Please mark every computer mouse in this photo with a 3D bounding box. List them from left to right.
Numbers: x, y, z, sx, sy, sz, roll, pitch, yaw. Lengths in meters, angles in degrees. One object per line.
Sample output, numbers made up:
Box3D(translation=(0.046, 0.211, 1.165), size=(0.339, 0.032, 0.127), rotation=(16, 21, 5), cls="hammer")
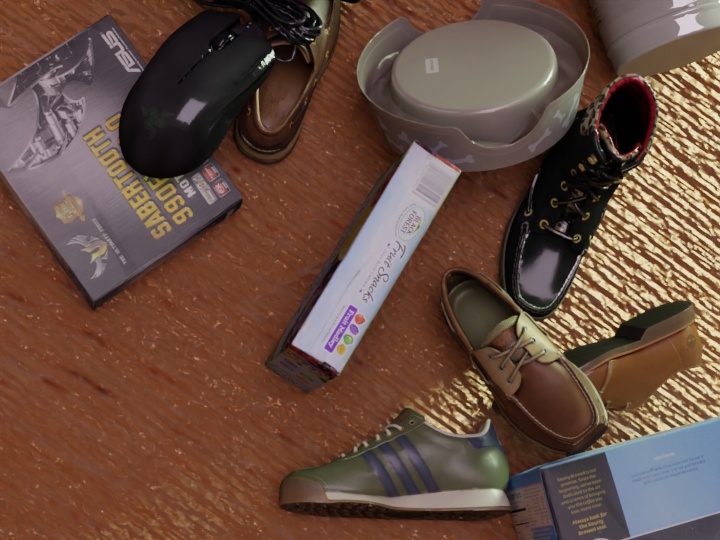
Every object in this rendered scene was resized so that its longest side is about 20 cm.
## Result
Box3D(translation=(-0.135, -0.170, 1.393), size=(0.138, 0.053, 0.201), rotation=(28, 75, 13), cls="computer mouse")

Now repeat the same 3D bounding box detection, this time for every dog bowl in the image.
Box3D(translation=(0.098, -0.159, 1.436), size=(0.198, 0.059, 0.201), rotation=(-6, 39, 5), cls="dog bowl")

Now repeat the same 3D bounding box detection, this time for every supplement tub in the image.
Box3D(translation=(0.260, -0.289, 1.502), size=(0.131, 0.132, 0.201), rotation=(-16, 81, -12), cls="supplement tub")

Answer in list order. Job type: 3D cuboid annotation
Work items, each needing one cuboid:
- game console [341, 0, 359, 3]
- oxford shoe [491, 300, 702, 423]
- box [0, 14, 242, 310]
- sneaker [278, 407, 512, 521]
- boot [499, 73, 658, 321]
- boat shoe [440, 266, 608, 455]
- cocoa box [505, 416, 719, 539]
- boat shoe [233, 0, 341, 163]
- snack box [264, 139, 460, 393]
Box3D(translation=(-0.079, -0.317, 1.427), size=(0.199, 0.172, 0.120), rotation=(17, 86, 3), cls="game console")
Box3D(translation=(0.211, 0.097, 1.453), size=(0.199, 0.071, 0.072), rotation=(-22, 101, -7), cls="oxford shoe")
Box3D(translation=(-0.221, -0.093, 1.425), size=(0.158, 0.048, 0.201), rotation=(-35, 86, -15), cls="box")
Box3D(translation=(0.029, 0.162, 1.414), size=(0.198, 0.067, 0.091), rotation=(3, 71, -9), cls="sneaker")
Box3D(translation=(0.186, -0.064, 1.433), size=(0.073, 0.154, 0.205), rotation=(23, 76, -5), cls="boot")
Box3D(translation=(0.125, 0.072, 1.394), size=(0.076, 0.074, 0.200), rotation=(-42, 54, -1), cls="boat shoe")
Box3D(translation=(0.240, 0.208, 1.400), size=(0.199, 0.133, 0.132), rotation=(-14, 81, -12), cls="cocoa box")
Box3D(translation=(-0.058, -0.194, 1.462), size=(0.071, 0.068, 0.201), rotation=(17, 77, -6), cls="boat shoe")
Box3D(translation=(0.000, 0.000, 1.396), size=(0.053, 0.142, 0.201), rotation=(33, 75, -3), cls="snack box")
